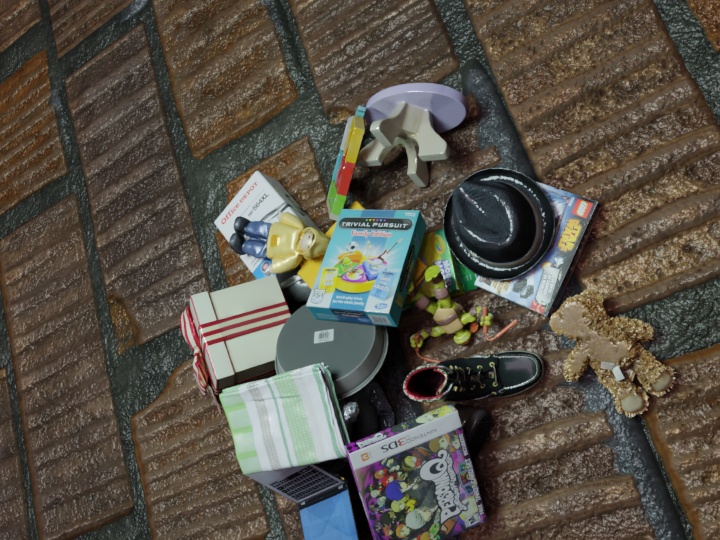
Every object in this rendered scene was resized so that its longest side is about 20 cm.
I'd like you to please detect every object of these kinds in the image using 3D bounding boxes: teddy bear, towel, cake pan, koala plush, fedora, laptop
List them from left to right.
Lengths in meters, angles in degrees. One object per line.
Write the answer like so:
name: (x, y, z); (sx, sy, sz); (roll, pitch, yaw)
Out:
towel: (-0.122, 0.238, 1.088); (0.199, 0.031, 0.150); (-17, 87, 22)
laptop: (-0.104, 0.415, 1.183); (0.187, 0.199, 0.116); (-41, 21, 48)
cake pan: (-0.054, 0.121, 1.151); (0.199, 0.037, 0.201); (-11, 49, 12)
koala plush: (-0.047, 0.257, 1.178); (0.176, 0.200, 0.185); (-10, 75, 26)
fedora: (0.211, -0.086, 1.124); (0.200, 0.091, 0.202); (-7, 76, 27)
teddy bear: (0.382, 0.125, 1.063); (0.200, 0.067, 0.146); (33, 106, 22)

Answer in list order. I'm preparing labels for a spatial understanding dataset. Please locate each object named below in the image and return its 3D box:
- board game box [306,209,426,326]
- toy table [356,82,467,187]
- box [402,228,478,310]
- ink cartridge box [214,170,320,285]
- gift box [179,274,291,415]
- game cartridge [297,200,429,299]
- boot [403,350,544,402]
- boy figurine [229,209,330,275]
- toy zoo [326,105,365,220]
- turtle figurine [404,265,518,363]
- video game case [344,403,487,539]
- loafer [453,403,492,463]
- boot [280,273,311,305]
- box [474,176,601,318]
board game box: (0.012, -0.010, 1.162); (0.150, 0.047, 0.201); (3, 58, 26)
toy table: (0.084, -0.244, 1.231); (0.199, 0.184, 0.118); (-8, 60, 45)
box: (0.104, 0.003, 1.237); (0.199, 0.048, 0.118); (-17, 73, 22)
ink cartridge box: (-0.177, -0.075, 1.378); (0.146, 0.084, 0.200); (-48, 64, 11)
gift box: (-0.223, 0.143, 1.283); (0.186, 0.200, 0.185); (-15, 63, -20)
game cartridge: (0.000, 0.000, 1.242); (0.176, 0.032, 0.200); (-48, 60, 5)
boot: (0.179, 0.172, 1.099); (0.203, 0.154, 0.074); (-13, 79, 24)
boy figurine: (-0.144, -0.048, 1.273); (0.199, 0.064, 0.125); (10, 78, 30)
toy zoo: (-0.026, -0.203, 1.279); (0.020, 0.131, 0.201); (13, 108, -10)
turtle figurine: (0.150, 0.068, 1.165); (0.199, 0.065, 0.162); (-23, 114, 35)
video game case: (0.088, 0.328, 1.066); (0.180, 0.036, 0.201); (-18, 104, -11)
loafer: (0.147, 0.309, 1.147); (0.071, 0.073, 0.201); (29, 91, 42)
boot: (-0.062, 0.092, 1.302); (0.181, 0.072, 0.201); (-28, 75, 22)
box: (0.291, -0.039, 1.149); (0.136, 0.040, 0.201); (25, 92, 30)
